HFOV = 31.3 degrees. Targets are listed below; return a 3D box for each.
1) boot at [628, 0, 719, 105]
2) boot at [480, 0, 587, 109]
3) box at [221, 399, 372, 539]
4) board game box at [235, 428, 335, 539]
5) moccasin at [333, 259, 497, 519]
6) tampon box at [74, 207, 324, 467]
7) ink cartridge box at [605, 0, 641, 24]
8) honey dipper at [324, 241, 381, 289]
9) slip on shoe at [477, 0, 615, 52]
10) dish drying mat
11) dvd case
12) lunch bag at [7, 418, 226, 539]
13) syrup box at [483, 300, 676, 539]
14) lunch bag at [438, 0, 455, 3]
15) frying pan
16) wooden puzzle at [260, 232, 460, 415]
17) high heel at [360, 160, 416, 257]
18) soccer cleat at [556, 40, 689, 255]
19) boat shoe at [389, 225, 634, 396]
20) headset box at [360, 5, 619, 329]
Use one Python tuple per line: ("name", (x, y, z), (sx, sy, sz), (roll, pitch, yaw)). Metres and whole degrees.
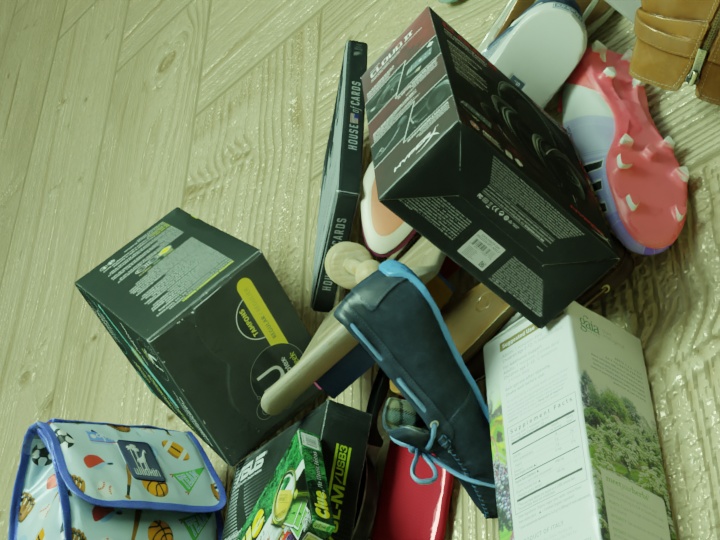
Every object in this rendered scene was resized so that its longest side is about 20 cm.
("boot", (0.279, -0.174, 0.835), (0.074, 0.198, 0.156), (-40, -34, -56))
("boot", (0.103, -0.129, 1.002), (0.200, 0.073, 0.090), (-45, 7, 22))
("box", (-0.064, 0.222, 1.005), (0.200, 0.047, 0.195), (-40, 37, 56))
("board game box", (-0.076, 0.225, 0.936), (0.201, 0.023, 0.105), (-61, 18, 22))
("moccasin", (0.041, 0.089, 0.870), (0.068, 0.201, 0.080), (-31, 16, -9))
("tampon box", (-0.142, 0.053, 1.162), (0.126, 0.151, 0.199), (-38, 29, -16))
("ink cartridge box", (0.256, -0.296, 0.957), (0.144, 0.084, 0.202), (-24, 49, 44))
("honey dipper", (0.000, 0.000, 0.978), (0.038, 0.038, 0.200), (-61, 8, 0))
("slip on shoe", (0.152, -0.201, 1.057), (0.201, 0.076, 0.061), (-54, 1, 9))
("dish drying mat", (0.047, 0.146, 0.981), (0.076, 0.018, 0.202), (-19, 51, 49))
("dvd case", (-0.018, -0.086, 1.157), (0.151, 0.024, 0.202), (104, 172, -47))
("lunch bag", (-0.203, 0.229, 1.088), (0.123, 0.169, 0.202), (-24, 65, 41))
("syrup box", (0.138, 0.125, 0.811), (0.081, 0.078, 0.202), (-36, 40, 35))
("lunch bag", (0.114, -0.362, 1.214), (0.199, 0.077, 0.162), (-35, 41, 35))
("frying pan", (-0.008, 0.159, 1.021), (0.115, 0.031, 0.192), (-30, 41, 62))
("wooden puzzle", (0.021, 0.029, 1.023), (0.185, 0.046, 0.200), (-42, 4, 27))
("high heel", (0.052, -0.089, 1.098), (0.067, 0.096, 0.202), (19, 71, 14))
("soccer cleat", (0.184, -0.079, 0.927), (0.077, 0.066, 0.202), (119, 153, -45))
("boat shoe", (0.108, 0.040, 0.924), (0.200, 0.070, 0.071), (-41, 27, 26))
("headset box", (0.080, -0.078, 0.864), (0.077, 0.148, 0.201), (-42, 25, 22))
